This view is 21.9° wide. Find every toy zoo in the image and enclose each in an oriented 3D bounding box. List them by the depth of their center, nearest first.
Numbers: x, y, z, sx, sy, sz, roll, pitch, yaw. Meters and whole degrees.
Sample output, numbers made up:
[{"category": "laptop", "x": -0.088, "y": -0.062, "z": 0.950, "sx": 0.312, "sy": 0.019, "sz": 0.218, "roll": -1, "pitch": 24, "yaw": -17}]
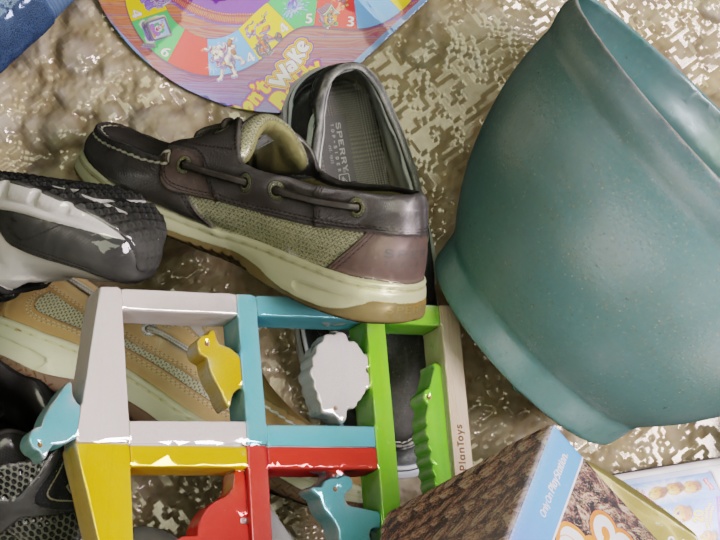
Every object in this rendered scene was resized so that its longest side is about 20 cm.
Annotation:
[{"category": "toy zoo", "x": -0.044, "y": 0.075, "z": 0.779, "sx": 0.199, "sy": 0.020, "sz": 0.132, "roll": 3, "pitch": 73, "yaw": -26}]

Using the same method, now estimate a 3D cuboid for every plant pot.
[{"category": "plant pot", "x": 0.119, "y": -0.008, "z": 0.836, "sx": 0.134, "sy": 0.200, "sz": 0.200, "roll": -44, "pitch": 89, "yaw": 17}]

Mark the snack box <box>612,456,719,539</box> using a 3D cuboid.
[{"category": "snack box", "x": 0.157, "y": 0.193, "z": 0.882, "sx": 0.072, "sy": 0.024, "sz": 0.201, "roll": -8, "pitch": 83, "yaw": -6}]

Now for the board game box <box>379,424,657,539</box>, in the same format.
[{"category": "board game box", "x": 0.084, "y": 0.193, "z": 0.713, "sx": 0.200, "sy": 0.097, "sz": 0.160, "roll": 47, "pitch": 37, "yaw": -13}]

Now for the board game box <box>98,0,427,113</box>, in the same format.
[{"category": "board game box", "x": -0.036, "y": -0.176, "z": 0.902, "sx": 0.200, "sy": 0.039, "sz": 0.158, "roll": -43, "pitch": 89, "yaw": -10}]

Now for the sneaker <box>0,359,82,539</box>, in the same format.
[{"category": "sneaker", "x": -0.206, "y": 0.076, "z": 0.792, "sx": 0.199, "sy": 0.076, "sz": 0.115, "roll": 1, "pitch": 125, "yaw": 21}]

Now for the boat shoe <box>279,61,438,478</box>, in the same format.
[{"category": "boat shoe", "x": 0.000, "y": 0.000, "z": 0.866, "sx": 0.072, "sy": 0.071, "sz": 0.201, "roll": -15, "pitch": 88, "yaw": -10}]

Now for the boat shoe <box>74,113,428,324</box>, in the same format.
[{"category": "boat shoe", "x": -0.045, "y": -0.037, "z": 0.824, "sx": 0.201, "sy": 0.072, "sz": 0.066, "roll": 26, "pitch": 106, "yaw": 37}]

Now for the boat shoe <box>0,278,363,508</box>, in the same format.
[{"category": "boat shoe", "x": -0.077, "y": 0.045, "z": 0.852, "sx": 0.200, "sy": 0.072, "sz": 0.076, "roll": 25, "pitch": 79, "yaw": -2}]

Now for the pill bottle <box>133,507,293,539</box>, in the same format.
[{"category": "pill bottle", "x": -0.109, "y": 0.183, "z": 0.808, "sx": 0.200, "sy": 0.112, "sz": 0.112, "roll": -33, "pitch": 87, "yaw": -10}]

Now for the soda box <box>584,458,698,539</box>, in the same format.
[{"category": "soda box", "x": 0.066, "y": 0.181, "z": 0.840, "sx": 0.068, "sy": 0.064, "sz": 0.200, "roll": 34, "pitch": 88, "yaw": -1}]

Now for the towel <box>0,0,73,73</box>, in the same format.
[{"category": "towel", "x": -0.157, "y": -0.130, "z": 0.823, "sx": 0.200, "sy": 0.112, "sz": 0.049, "roll": -44, "pitch": 120, "yaw": -10}]

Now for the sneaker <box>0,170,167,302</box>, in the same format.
[{"category": "sneaker", "x": -0.169, "y": -0.008, "z": 0.823, "sx": 0.199, "sy": 0.074, "sz": 0.080, "roll": 8, "pitch": 91, "yaw": 33}]
